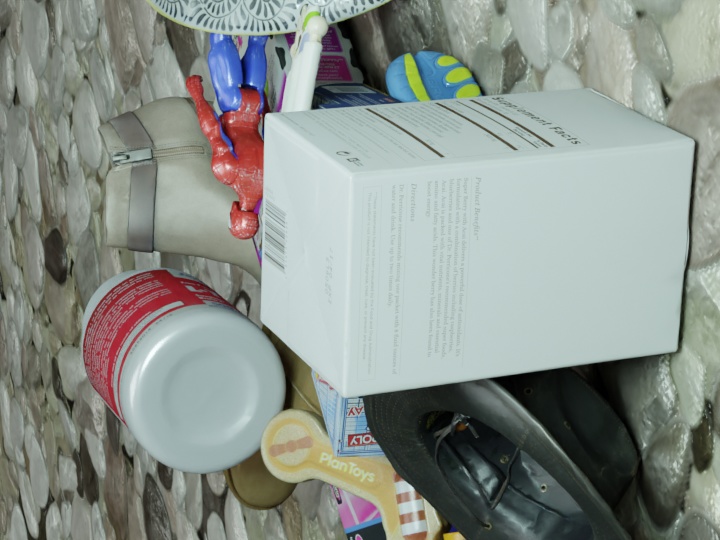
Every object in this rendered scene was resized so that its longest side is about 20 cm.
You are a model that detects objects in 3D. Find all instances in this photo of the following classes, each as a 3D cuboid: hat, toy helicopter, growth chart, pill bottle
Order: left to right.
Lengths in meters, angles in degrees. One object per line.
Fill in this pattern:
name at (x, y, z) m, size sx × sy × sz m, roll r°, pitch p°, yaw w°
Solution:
pill bottle at (-0.132, 0.062, 1.584) m, size 0.200 × 0.112 × 0.113 m, roll -147°, pitch 54°, yaw -66°
growth chart at (-0.042, -0.094, 1.399) m, size 0.200 × 0.018 × 0.146 m, roll 166°, pitch 114°, yaw -85°
toy helicopter at (0.029, 0.123, 1.393) m, size 0.199 × 0.079 × 0.133 m, roll 19°, pitch 96°, yaw 24°
hat at (0.099, 0.101, 1.265) m, size 0.200 × 0.081 × 0.201 m, roll 35°, pitch 150°, yaw 23°

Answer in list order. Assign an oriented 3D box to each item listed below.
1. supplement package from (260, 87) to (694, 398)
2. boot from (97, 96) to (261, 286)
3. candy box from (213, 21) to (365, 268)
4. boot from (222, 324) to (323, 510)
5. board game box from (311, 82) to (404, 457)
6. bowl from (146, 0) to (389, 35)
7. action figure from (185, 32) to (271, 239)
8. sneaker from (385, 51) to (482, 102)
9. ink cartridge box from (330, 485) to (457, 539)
supplement package at (0.060, -0.019, 1.201) m, size 0.120 × 0.199 × 0.122 m, roll -142°, pitch 51°, yaw -60°
boot at (-0.118, -0.035, 1.687) m, size 0.070 × 0.145 × 0.201 m, roll 111°, pitch 149°, yaw -68°
candy box at (-0.044, -0.098, 1.583) m, size 0.137 × 0.061 × 0.201 m, roll 110°, pitch 151°, yaw -43°
boot at (-0.033, 0.109, 1.541) m, size 0.200 × 0.066 × 0.176 m, roll -141°, pitch 60°, yaw -66°
board game box at (0.000, 0.000, 1.355) m, size 0.200 × 0.061 × 0.201 m, roll -145°, pitch 55°, yaw -70°
bowl at (-0.047, -0.235, 1.408) m, size 0.201 × 0.199 × 0.095 m, roll 127°, pitch 136°, yaw -59°
action figure at (-0.081, -0.119, 1.510) m, size 0.052 × 0.065 × 0.201 m, roll -19°, pitch 69°, yaw 45°
sneaker at (0.059, -0.043, 1.380) m, size 0.083 × 0.070 × 0.200 m, roll 99°, pitch 159°, yaw -51°
ink cartridge box at (0.037, 0.158, 1.513) m, size 0.200 × 0.037 × 0.095 m, roll -31°, pitch 75°, yaw 63°
